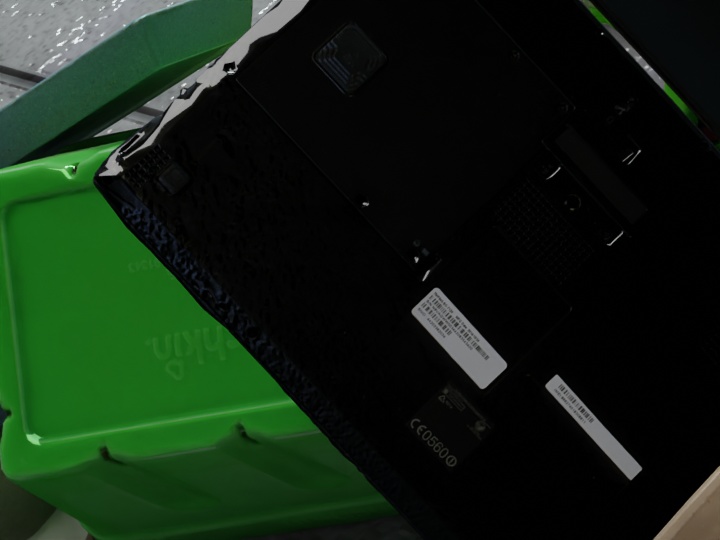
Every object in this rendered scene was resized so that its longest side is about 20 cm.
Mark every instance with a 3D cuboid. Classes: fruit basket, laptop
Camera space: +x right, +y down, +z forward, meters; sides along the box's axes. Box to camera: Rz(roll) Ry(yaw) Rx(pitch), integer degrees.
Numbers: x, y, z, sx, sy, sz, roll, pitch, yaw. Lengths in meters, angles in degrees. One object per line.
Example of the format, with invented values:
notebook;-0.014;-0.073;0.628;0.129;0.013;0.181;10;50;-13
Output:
fruit basket;0.000;0.000;0.923;0.215;0.156;0.216;-7;-7;-1
laptop;0.054;-0.020;0.803;0.200;0.177;0.103;-44;2;-12

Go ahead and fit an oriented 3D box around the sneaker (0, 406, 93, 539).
sneaker;-0.120;0.016;0.992;0.067;0.090;0.200;-18;33;14

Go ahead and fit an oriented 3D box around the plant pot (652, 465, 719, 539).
plant pot;0.119;0.086;0.686;0.201;0.201;0.093;-41;76;-22

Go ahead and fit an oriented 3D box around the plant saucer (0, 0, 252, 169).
plant saucer;-0.119;-0.035;0.962;0.200;0.019;0.070;-28;0;32

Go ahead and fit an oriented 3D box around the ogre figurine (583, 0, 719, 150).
ogre figurine;0.149;-0.082;0.947;0.120;0.098;0.200;-20;56;-17
